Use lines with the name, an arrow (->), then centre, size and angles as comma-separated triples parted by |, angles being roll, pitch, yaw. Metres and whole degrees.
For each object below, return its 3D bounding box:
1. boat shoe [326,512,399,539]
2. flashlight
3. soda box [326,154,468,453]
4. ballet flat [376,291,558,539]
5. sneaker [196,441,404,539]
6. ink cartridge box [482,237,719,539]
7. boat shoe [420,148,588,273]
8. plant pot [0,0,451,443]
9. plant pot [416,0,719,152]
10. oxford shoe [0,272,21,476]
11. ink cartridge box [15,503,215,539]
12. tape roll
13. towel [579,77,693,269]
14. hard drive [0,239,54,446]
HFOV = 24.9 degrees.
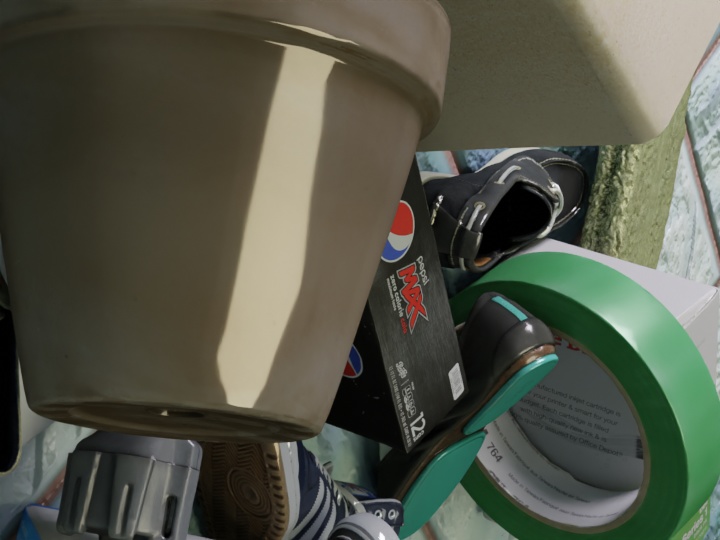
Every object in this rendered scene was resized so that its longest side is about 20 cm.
boat shoe -> -0.019, 0.231, 0.888 | 0.057, 0.069, 0.201 | -5, 110, -47
flashlight -> -0.104, 0.029, 0.776 | 0.068, 0.068, 0.201 | 16, 75, -23
soda box -> 0.000, 0.000, 0.899 | 0.063, 0.071, 0.201 | -40, 131, -35
ballet flat -> 0.054, 0.087, 1.014 | 0.068, 0.068, 0.200 | -14, 148, -46
sneaker -> -0.031, 0.125, 0.928 | 0.108, 0.070, 0.200 | -36, 140, -35
ink cartridge box -> 0.159, 0.093, 1.097 | 0.084, 0.146, 0.201 | -35, 132, -42
boat shoe -> 0.099, -0.036, 1.048 | 0.200, 0.067, 0.072 | -16, 115, -53
plant pot -> -0.068, -0.024, 0.658 | 0.200, 0.199, 0.174 | 23, 68, -53
plant pot -> 0.074, -0.197, 0.856 | 0.177, 0.199, 0.200 | 53, 56, -34
oxford shoe -> -0.169, -0.008, 0.663 | 0.070, 0.075, 0.201 | -31, 126, -42
ink cartridge box -> -0.119, 0.234, 0.808 | 0.146, 0.084, 0.201 | 16, 92, -21
tape roll -> 0.129, 0.088, 1.020 | 0.048, 0.200, 0.201 | -33, 127, -41
towel -> 0.195, -0.067, 1.161 | 0.148, 0.036, 0.201 | -23, 124, -65
hard drive -> -0.185, -0.004, 0.729 | 0.132, 0.027, 0.201 | -38, 130, -39
